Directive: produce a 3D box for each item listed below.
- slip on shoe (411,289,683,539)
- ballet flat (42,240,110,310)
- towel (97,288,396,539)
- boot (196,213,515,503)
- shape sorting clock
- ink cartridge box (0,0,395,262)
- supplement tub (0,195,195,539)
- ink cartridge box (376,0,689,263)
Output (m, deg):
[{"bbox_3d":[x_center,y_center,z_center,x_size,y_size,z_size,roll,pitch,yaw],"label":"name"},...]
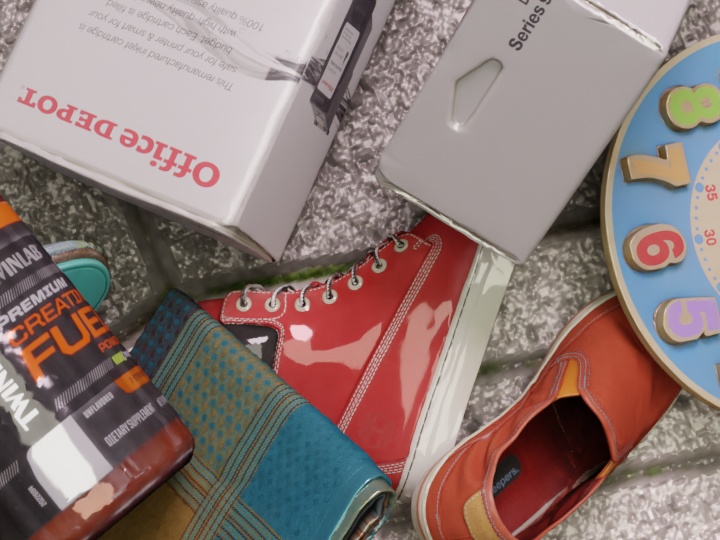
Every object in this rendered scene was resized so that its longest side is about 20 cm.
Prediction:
[{"bbox_3d":[0.109,0.073,1.106,0.200,0.061,0.074,-39,107,-30],"label":"slip on shoe"},{"bbox_3d":[-0.213,0.043,1.114,0.200,0.074,0.074,-41,88,-8],"label":"ballet flat"},{"bbox_3d":[-0.075,0.111,1.057,0.022,0.200,0.147,30,96,-41],"label":"towel"},{"bbox_3d":[0.000,0.000,1.128,0.143,0.072,0.202,19,87,0],"label":"boot"},{"bbox_3d":[0.210,-0.023,1.135,0.198,0.039,0.202,5,78,-25],"label":"shape sorting clock"},{"bbox_3d":[-0.073,-0.124,1.111,0.144,0.083,0.201,22,84,17],"label":"ink cartridge box"},{"bbox_3d":[-0.172,0.036,1.024,0.107,0.107,0.200,-39,90,-6],"label":"supplement tub"},{"bbox_3d":[0.098,-0.121,1.056,0.084,0.146,0.200,31,42,0],"label":"ink cartridge box"}]
